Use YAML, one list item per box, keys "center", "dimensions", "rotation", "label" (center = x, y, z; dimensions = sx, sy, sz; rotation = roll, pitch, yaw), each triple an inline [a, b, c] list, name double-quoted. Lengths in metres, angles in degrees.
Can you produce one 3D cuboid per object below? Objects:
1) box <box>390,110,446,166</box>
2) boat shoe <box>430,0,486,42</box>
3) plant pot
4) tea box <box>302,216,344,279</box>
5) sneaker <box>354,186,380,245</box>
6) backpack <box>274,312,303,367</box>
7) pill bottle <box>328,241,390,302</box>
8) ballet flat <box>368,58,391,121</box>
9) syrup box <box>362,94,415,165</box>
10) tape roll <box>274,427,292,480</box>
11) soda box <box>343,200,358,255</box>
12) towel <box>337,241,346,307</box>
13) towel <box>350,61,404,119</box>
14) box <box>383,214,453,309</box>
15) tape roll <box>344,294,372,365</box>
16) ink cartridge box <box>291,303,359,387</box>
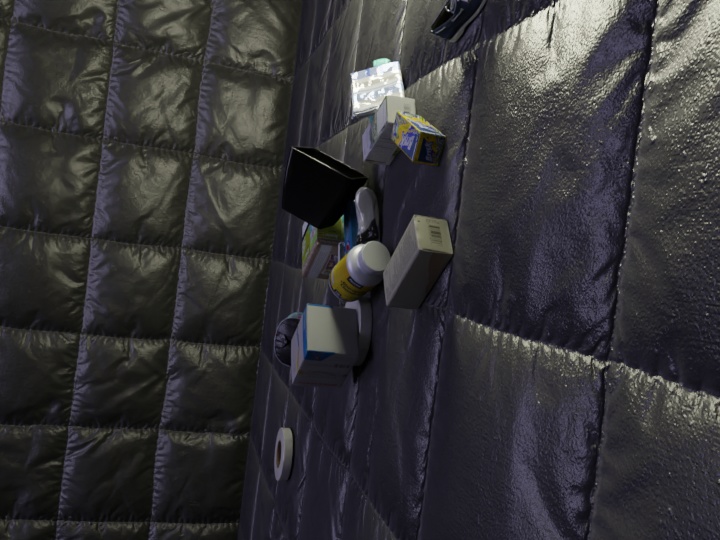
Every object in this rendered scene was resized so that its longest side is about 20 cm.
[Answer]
- center: [0.127, -0.302, 1.466]
  dimensions: [0.201, 0.063, 0.071]
  rotation: [-116, 36, -61]
  label: "box"
- center: [0.203, -0.544, 1.306]
  dimensions: [0.200, 0.061, 0.076]
  rotation: [140, 137, -66]
  label: "boat shoe"
- center: [-0.120, -0.234, 1.872]
  dimensions: [0.180, 0.198, 0.199]
  rotation: [-63, -10, 15]
  label: "plant pot"
- center: [-0.102, -0.105, 2.054]
  dimensions: [0.201, 0.131, 0.200]
  rotation: [121, 151, -54]
  label: "tea box"
- center: [0.024, -0.127, 1.772]
  dimensions: [0.072, 0.070, 0.205]
  rotation: [18, -113, -68]
  label: "sneaker"
- center: [-0.169, 0.223, 2.043]
  dimensions: [0.151, 0.196, 0.181]
  rotation: [-63, -18, -79]
  label: "backpack"
- center: [0.000, 0.000, 1.682]
  dimensions: [0.200, 0.110, 0.114]
  rotation: [138, 137, -58]
  label: "pill bottle"
- center: [0.041, -0.493, 1.819]
  dimensions: [0.067, 0.069, 0.204]
  rotation: [-26, -52, -74]
  label: "ballet flat"
- center: [0.070, -0.354, 1.652]
  dimensions: [0.200, 0.080, 0.080]
  rotation: [131, 141, -64]
  label: "syrup box"
- center: [-0.307, 0.729, 2.568]
  dimensions: [0.202, 0.036, 0.207]
  rotation: [-174, 90, -74]
  label: "tape roll"
- center: [-0.008, -0.098, 1.847]
  dimensions: [0.068, 0.063, 0.203]
  rotation: [121, 152, -53]
  label: "soda box"
- center: [-0.048, 0.023, 1.924]
  dimensions: [0.201, 0.030, 0.152]
  rotation: [88, -177, -65]
  label: "towel"
- center: [0.042, -0.479, 1.706]
  dimensions: [0.024, 0.144, 0.203]
  rotation: [66, -164, -47]
  label: "towel"
- center: [0.116, -0.012, 1.359]
  dimensions: [0.201, 0.076, 0.096]
  rotation: [117, 155, -50]
  label: "box"
- center: [-0.014, 0.165, 1.812]
  dimensions: [0.202, 0.036, 0.207]
  rotation: [-172, 90, -74]
  label: "tape roll"
- center: [-0.101, 0.211, 1.768]
  dimensions: [0.201, 0.144, 0.147]
  rotation: [118, 154, -50]
  label: "ink cartridge box"
